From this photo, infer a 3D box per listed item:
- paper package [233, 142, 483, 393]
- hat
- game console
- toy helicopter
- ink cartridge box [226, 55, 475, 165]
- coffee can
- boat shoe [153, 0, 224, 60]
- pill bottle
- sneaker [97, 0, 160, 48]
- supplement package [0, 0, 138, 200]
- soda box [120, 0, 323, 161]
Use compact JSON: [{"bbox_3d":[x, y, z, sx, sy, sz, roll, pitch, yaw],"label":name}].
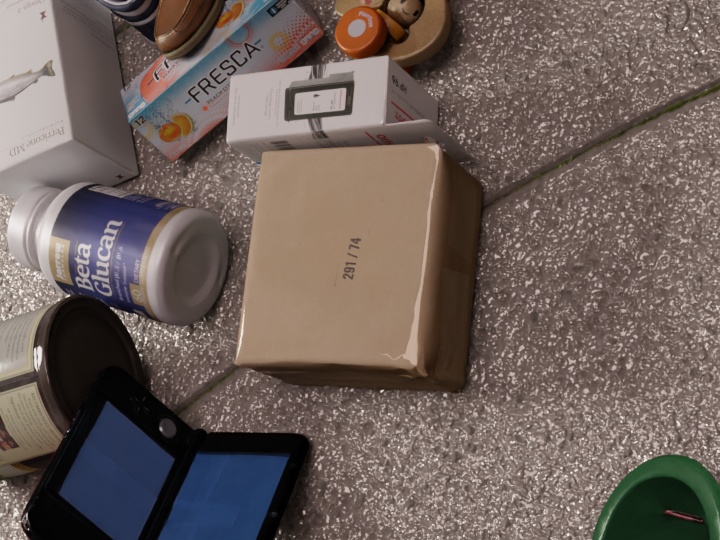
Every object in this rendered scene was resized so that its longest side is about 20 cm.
[{"bbox_3d":[0.000,0.000,1.429,0.190,0.103,0.201,0,75,27],"label":"paper package"},{"bbox_3d":[0.300,0.236,1.254,0.200,0.175,0.167,-13,65,63],"label":"hat"},{"bbox_3d":[-0.164,0.179,1.398,0.119,0.172,0.200,-32,24,37],"label":"game console"},{"bbox_3d":[0.032,-0.279,1.517,0.132,0.079,0.201,-27,60,16],"label":"toy helicopter"},{"bbox_3d":[-0.006,-0.136,1.466,0.199,0.116,0.068,-3,74,25],"label":"ink cartridge box"},{"bbox_3d":[-0.323,0.118,1.522,0.199,0.146,0.147,-17,67,26],"label":"coffee can"},{"bbox_3d":[-0.170,-0.288,1.581,0.072,0.068,0.201,-20,40,31],"label":"boat shoe"},{"bbox_3d":[-0.234,-0.022,1.549,0.199,0.111,0.112,14,81,30],"label":"pill bottle"},{"bbox_3d":[-0.244,-0.316,1.646,0.070,0.108,0.200,-38,61,11],"label":"sneaker"},{"bbox_3d":[-0.313,-0.178,1.634,0.116,0.117,0.201,-21,66,19],"label":"supplement package"},{"bbox_3d":[-0.135,-0.199,1.569,0.200,0.068,0.064,-39,36,11],"label":"soda box"}]
